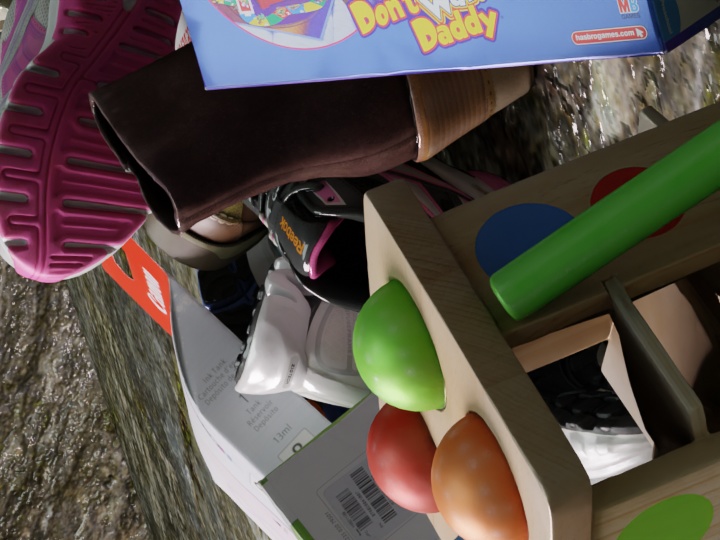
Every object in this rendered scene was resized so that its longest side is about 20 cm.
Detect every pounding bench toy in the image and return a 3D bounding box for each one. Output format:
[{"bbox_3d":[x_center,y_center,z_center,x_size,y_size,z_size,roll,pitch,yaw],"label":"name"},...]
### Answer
[{"bbox_3d":[0.080,0.012,0.635,0.201,0.155,0.124,85,160,-50],"label":"pounding bench toy"}]

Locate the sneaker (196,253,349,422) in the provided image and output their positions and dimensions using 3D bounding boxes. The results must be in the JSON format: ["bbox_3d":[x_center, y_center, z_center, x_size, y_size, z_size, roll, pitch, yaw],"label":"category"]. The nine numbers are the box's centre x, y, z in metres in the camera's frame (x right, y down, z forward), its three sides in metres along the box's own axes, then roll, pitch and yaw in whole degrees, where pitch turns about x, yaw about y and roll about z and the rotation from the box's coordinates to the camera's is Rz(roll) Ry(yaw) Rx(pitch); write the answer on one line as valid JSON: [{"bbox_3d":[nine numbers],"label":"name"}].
[{"bbox_3d":[-0.037,0.052,1.229,0.201,0.075,0.078,64,167,9],"label":"sneaker"}]

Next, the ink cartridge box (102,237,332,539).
[{"bbox_3d":[-0.081,0.060,1.110,0.200,0.057,0.163,39,167,10],"label":"ink cartridge box"}]

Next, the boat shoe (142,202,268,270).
[{"bbox_3d":[-0.040,-0.067,1.115,0.072,0.068,0.200,34,-150,-1],"label":"boat shoe"}]

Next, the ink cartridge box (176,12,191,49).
[{"bbox_3d":[-0.078,-0.202,1.128,0.147,0.082,0.201,161,89,-79],"label":"ink cartridge box"}]

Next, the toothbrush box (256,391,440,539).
[{"bbox_3d":[0.050,0.157,1.003,0.146,0.086,0.200,49,175,30],"label":"toothbrush box"}]

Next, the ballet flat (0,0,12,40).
[{"bbox_3d":[-0.161,-0.115,1.072,0.201,0.072,0.068,61,172,22],"label":"ballet flat"}]

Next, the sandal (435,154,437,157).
[{"bbox_3d":[-0.025,-0.110,1.027,0.043,0.076,0.201,-25,93,44],"label":"sandal"}]

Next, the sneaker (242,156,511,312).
[{"bbox_3d":[-0.011,-0.032,0.942,0.199,0.086,0.081,28,122,25],"label":"sneaker"}]

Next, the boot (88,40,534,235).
[{"bbox_3d":[-0.038,-0.105,0.926,0.200,0.166,0.073,-124,18,-46],"label":"boot"}]

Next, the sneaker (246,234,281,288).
[{"bbox_3d":[0.016,0.016,1.129,0.200,0.074,0.082,50,117,34],"label":"sneaker"}]

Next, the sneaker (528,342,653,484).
[{"bbox_3d":[0.092,0.074,0.885,0.080,0.074,0.200,66,168,-11],"label":"sneaker"}]

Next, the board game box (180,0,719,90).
[{"bbox_3d":[0.013,-0.134,0.717,0.199,0.045,0.135,1,114,42],"label":"board game box"}]

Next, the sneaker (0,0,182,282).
[{"bbox_3d":[-0.121,-0.084,0.979,0.088,0.081,0.201,-33,40,61],"label":"sneaker"}]

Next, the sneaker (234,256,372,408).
[{"bbox_3d":[0.000,0.000,1.051,0.200,0.081,0.075,-71,-1,-51],"label":"sneaker"}]
